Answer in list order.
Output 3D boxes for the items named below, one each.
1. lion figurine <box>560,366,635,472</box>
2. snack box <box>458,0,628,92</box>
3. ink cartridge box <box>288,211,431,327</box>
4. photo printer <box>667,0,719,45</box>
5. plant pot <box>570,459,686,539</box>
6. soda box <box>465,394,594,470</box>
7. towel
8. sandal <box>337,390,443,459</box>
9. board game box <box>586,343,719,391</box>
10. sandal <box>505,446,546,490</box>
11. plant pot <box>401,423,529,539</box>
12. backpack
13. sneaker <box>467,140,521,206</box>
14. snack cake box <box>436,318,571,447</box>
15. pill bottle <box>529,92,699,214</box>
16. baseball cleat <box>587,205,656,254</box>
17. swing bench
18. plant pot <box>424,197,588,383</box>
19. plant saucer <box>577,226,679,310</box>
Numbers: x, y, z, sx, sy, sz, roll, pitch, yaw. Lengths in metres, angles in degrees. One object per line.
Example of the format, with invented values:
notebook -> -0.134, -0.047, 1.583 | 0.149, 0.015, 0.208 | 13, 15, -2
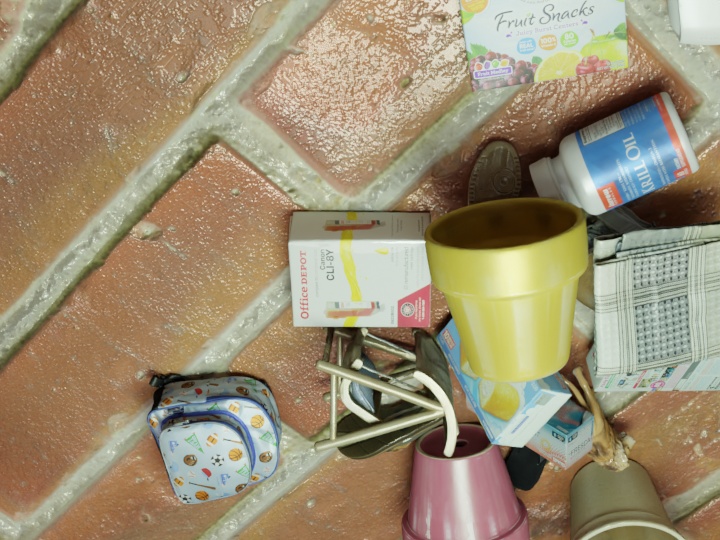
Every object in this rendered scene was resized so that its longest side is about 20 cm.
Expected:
lion figurine -> 0.340, 0.226, 1.660 | 0.072, 0.123, 0.200 | -30, 149, 16
snack box -> 0.225, -0.310, 1.393 | 0.197, 0.053, 0.144 | -9, 120, 7
ink cartridge box -> 0.000, 0.000, 1.576 | 0.197, 0.084, 0.147 | 0, 122, 2
photo printer -> 0.444, -0.370, 1.338 | 0.164, 0.070, 0.202 | -10, 121, 8
plant pot -> 0.402, 0.400, 1.751 | 0.198, 0.184, 0.202 | 1, 122, 1
soda box -> 0.243, 0.204, 1.636 | 0.063, 0.199, 0.069 | -29, 131, -32
towel -> 0.395, 0.038, 1.473 | 0.190, 0.035, 0.202 | -8, 110, -6
sandal -> 0.055, 0.243, 1.743 | 0.198, 0.082, 0.055 | -25, 140, 9
board game box -> 0.440, 0.110, 1.596 | 0.197, 0.065, 0.148 | 1, 144, -10
sandal -> 0.265, 0.267, 1.737 | 0.076, 0.043, 0.202 | 25, 127, 27
plant pot -> 0.155, 0.344, 1.735 | 0.197, 0.200, 0.181 | -7, 106, 6
backpack -> -0.215, 0.252, 1.710 | 0.188, 0.154, 0.202 | -15, 118, -1
sneaker -> 0.175, -0.074, 1.543 | 0.070, 0.112, 0.203 | 7, 92, 0
snack cake box -> 0.198, 0.132, 1.580 | 0.067, 0.201, 0.115 | 12, 127, -37
pill bottle -> 0.326, -0.140, 1.461 | 0.198, 0.113, 0.113 | -25, 118, 17
baseball cleat -> 0.310, -0.042, 1.557 | 0.197, 0.070, 0.108 | -5, 116, -7
swing bench -> 0.039, 0.163, 1.593 | 0.197, 0.199, 0.131 | 1, 104, 1
plant pot -> 0.188, 0.029, 1.406 | 0.198, 0.201, 0.191 | -7, 109, 6
plant saucer -> 0.389, 0.014, 1.542 | 0.198, 0.036, 0.201 | -6, 147, -4
